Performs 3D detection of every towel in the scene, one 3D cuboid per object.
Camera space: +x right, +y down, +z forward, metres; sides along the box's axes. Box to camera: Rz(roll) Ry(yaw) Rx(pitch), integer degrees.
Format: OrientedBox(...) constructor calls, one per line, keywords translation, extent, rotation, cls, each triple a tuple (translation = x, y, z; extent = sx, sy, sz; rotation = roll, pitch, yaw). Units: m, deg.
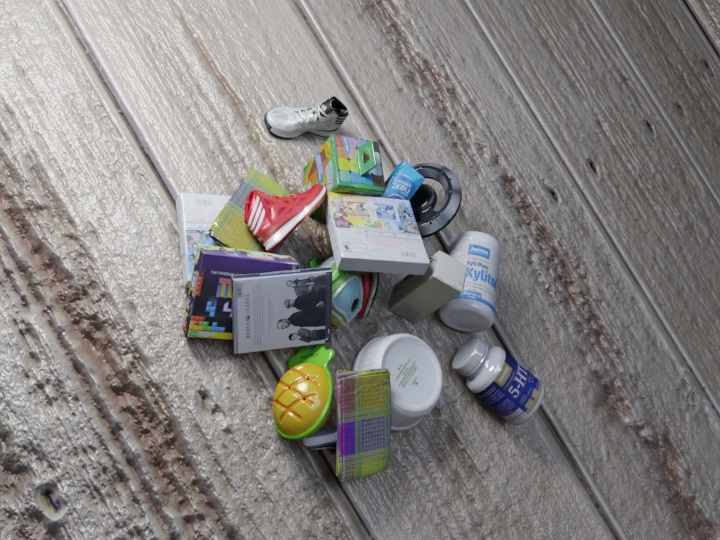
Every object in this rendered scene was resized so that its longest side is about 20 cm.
OrientedBox(translation=(0.006, 0.292, 1.445), extent=(0.141, 0.022, 0.206), rotation=(-1, 89, -44), cls="towel")
OrientedBox(translation=(-0.210, -0.101, 1.518), extent=(0.142, 0.023, 0.203), rotation=(36, 55, -14), cls="towel")

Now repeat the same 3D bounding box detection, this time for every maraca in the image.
OrientedBox(translation=(-0.108, 0.231, 1.453), extent=(0.107, 0.134, 0.204), rotation=(50, 38, -45), cls="maraca")

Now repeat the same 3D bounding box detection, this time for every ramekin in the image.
OrientedBox(translation=(0.086, 0.229, 1.585), extent=(0.198, 0.094, 0.208), rotation=(12, 65, -26), cls="ramekin")

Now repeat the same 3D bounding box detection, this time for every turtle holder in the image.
OrientedBox(translation=(-0.068, 0.055, 1.536), extent=(0.133, 0.139, 0.187), rotation=(55, 31, -17), cls="turtle holder")

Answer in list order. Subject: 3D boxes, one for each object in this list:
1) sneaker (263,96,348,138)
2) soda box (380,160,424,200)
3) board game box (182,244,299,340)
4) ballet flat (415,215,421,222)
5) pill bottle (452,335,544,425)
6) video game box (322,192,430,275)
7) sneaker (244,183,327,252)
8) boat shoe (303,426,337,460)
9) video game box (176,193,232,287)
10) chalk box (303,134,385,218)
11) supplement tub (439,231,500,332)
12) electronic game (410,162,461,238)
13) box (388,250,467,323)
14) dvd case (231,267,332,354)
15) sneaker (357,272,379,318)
OrientedBox(translation=(-0.116, -0.360, 1.697), extent=(0.196, 0.115, 0.078), rotation=(-6, 72, -32), cls="sneaker")
OrientedBox(translation=(0.058, -0.146, 1.689), extent=(0.064, 0.068, 0.202), rotation=(37, 85, -10), cls="soda box")
OrientedBox(translation=(-0.230, 0.048, 1.441), extent=(0.195, 0.057, 0.170), rotation=(6, 107, -28), cls="board game box")
OrientedBox(translation=(0.131, -0.092, 1.774), extent=(0.067, 0.067, 0.203), rotation=(43, 58, -31), cls="ballet flat")
OrientedBox(translation=(0.309, 0.245, 1.696), extent=(0.199, 0.119, 0.121), rotation=(39, 55, -11), cls="pill bottle")
OrientedBox(translation=(0.030, -0.077, 1.551), extent=(0.195, 0.047, 0.185), rotation=(4, 50, -21), cls="video game box")
OrientedBox(translation=(-0.156, -0.141, 1.508), extent=(0.116, 0.078, 0.201), rotation=(46, 52, -8), cls="sneaker")
OrientedBox(translation=(-0.028, 0.346, 1.485), extent=(0.196, 0.073, 0.070), rotation=(2, 85, -42), cls="boat shoe")
OrientedBox(translation=(-0.267, -0.058, 1.514), extent=(0.195, 0.047, 0.187), rotation=(2, 67, -31), cls="video game box")
OrientedBox(translation=(-0.028, -0.209, 1.634), extent=(0.121, 0.200, 0.128), rotation=(4, 66, -27), cls="chalk box")
OrientedBox(translation=(0.257, 0.028, 1.749), extent=(0.129, 0.132, 0.205), rotation=(22, 61, -20), cls="supplement tub")
OrientedBox(translation=(0.141, -0.164, 1.743), extent=(0.042, 0.195, 0.205), rotation=(53, 40, -54), cls="electronic game")
OrientedBox(translation=(0.145, 0.039, 1.633), extent=(0.081, 0.200, 0.070), rotation=(28, 56, -16), cls="box")
OrientedBox(translation=(-0.149, 0.077, 1.437), extent=(0.195, 0.025, 0.154), rotation=(-5, 110, -19), cls="dvd case")
OrientedBox(translation=(0.000, 0.000, 1.632), extent=(0.082, 0.077, 0.206), rotation=(4, 92, 4), cls="sneaker")
